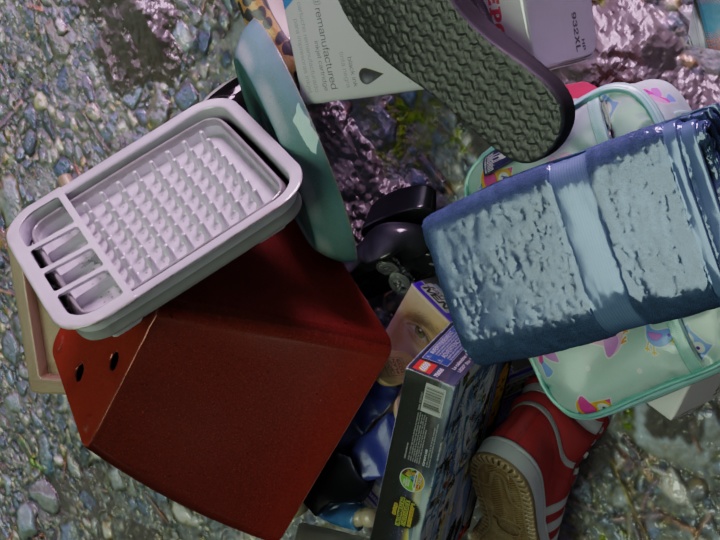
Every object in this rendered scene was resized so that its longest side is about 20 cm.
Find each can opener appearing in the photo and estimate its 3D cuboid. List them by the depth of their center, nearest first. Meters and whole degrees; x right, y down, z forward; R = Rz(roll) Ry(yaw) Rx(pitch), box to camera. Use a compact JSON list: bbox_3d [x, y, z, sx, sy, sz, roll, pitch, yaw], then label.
[{"bbox_3d":[0.000,0.000,1.221,0.063,0.079,0.200,38,139,-20],"label":"can opener"}]

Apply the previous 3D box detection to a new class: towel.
[{"bbox_3d":[0.138,-0.015,0.881,0.200,0.048,0.112,-19,85,34],"label":"towel"}]

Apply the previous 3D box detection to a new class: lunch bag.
[{"bbox_3d":[0.162,-0.017,0.940,0.160,0.077,0.201,-27,82,39],"label":"lunch bag"}]

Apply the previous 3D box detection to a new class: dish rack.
[{"bbox_3d":[-0.144,-0.034,1.069,0.172,0.200,0.044,46,166,50],"label":"dish rack"}]

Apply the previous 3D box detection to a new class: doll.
[{"bbox_3d":[-0.016,0.139,1.187,0.200,0.048,0.137,-48,60,41],"label":"doll"}]

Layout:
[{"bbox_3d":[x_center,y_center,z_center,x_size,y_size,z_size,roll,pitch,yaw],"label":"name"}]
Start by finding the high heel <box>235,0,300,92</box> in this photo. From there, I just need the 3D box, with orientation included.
[{"bbox_3d":[-0.105,-0.223,1.232,0.200,0.071,0.143,28,118,27],"label":"high heel"}]

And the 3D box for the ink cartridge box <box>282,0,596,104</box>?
[{"bbox_3d":[0.045,-0.198,1.009,0.199,0.084,0.146,-2,103,39],"label":"ink cartridge box"}]

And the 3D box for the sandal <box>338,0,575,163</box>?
[{"bbox_3d":[0.056,-0.148,0.934,0.201,0.048,0.075,48,126,8],"label":"sandal"}]

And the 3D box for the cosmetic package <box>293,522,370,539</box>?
[{"bbox_3d":[-0.026,0.320,1.222,0.103,0.087,0.201,12,119,3],"label":"cosmetic package"}]

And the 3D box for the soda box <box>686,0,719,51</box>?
[{"bbox_3d":[0.304,-0.152,0.898,0.200,0.068,0.064,18,113,35],"label":"soda box"}]

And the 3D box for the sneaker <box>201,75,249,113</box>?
[{"bbox_3d":[-0.130,-0.080,1.227,0.070,0.200,0.090,45,176,-20],"label":"sneaker"}]

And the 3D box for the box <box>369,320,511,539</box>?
[{"bbox_3d":[0.057,0.131,1.065,0.040,0.137,0.201,21,118,19],"label":"box"}]

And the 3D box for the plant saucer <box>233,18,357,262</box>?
[{"bbox_3d":[-0.054,-0.094,1.138,0.200,0.027,0.201,157,90,-84],"label":"plant saucer"}]

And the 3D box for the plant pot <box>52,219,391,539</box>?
[{"bbox_3d":[-0.124,0.063,1.157,0.200,0.176,0.200,-60,35,20],"label":"plant pot"}]

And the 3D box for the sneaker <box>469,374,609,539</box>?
[{"bbox_3d":[0.138,0.159,1.139,0.071,0.113,0.200,25,149,24],"label":"sneaker"}]

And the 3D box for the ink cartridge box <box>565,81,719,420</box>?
[{"bbox_3d":[0.185,-0.017,1.029,0.200,0.085,0.148,38,123,29],"label":"ink cartridge box"}]

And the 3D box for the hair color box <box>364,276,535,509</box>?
[{"bbox_3d":[0.052,0.111,1.195,0.109,0.065,0.200,45,125,24],"label":"hair color box"}]

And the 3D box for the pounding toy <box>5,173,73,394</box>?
[{"bbox_3d":[-0.233,0.008,1.383,0.199,0.142,0.185,0,103,30],"label":"pounding toy"}]
